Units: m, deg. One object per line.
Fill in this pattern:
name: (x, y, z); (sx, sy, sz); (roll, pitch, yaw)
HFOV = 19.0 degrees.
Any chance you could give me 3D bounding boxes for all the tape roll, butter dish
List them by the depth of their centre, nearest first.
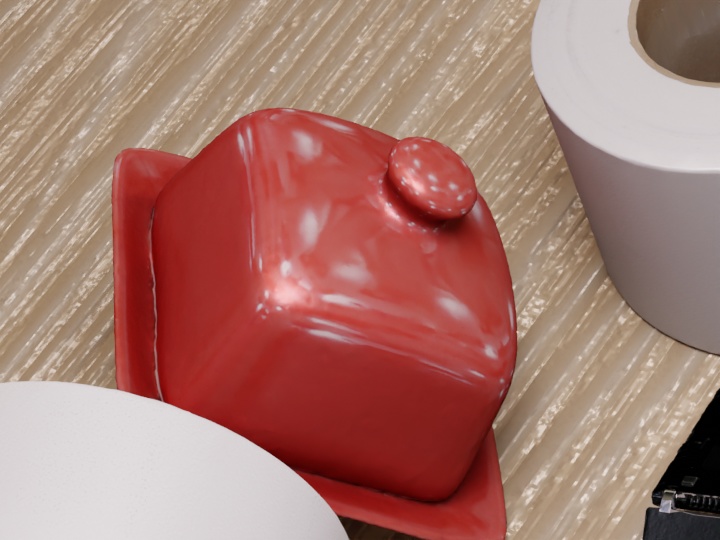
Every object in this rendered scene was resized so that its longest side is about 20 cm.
tape roll: (-0.115, 0.160, 0.890); (0.202, 0.203, 0.140); (-1, 50, 23)
butter dish: (0.000, 0.000, 0.972); (0.148, 0.199, 0.201); (-53, 30, 37)
tape roll: (0.193, -0.078, 1.012); (0.202, 0.139, 0.203); (-12, 48, 14)

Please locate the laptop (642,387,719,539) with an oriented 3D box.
laptop: (0.217, 0.133, 0.909); (0.177, 0.104, 0.200); (5, 28, 27)
